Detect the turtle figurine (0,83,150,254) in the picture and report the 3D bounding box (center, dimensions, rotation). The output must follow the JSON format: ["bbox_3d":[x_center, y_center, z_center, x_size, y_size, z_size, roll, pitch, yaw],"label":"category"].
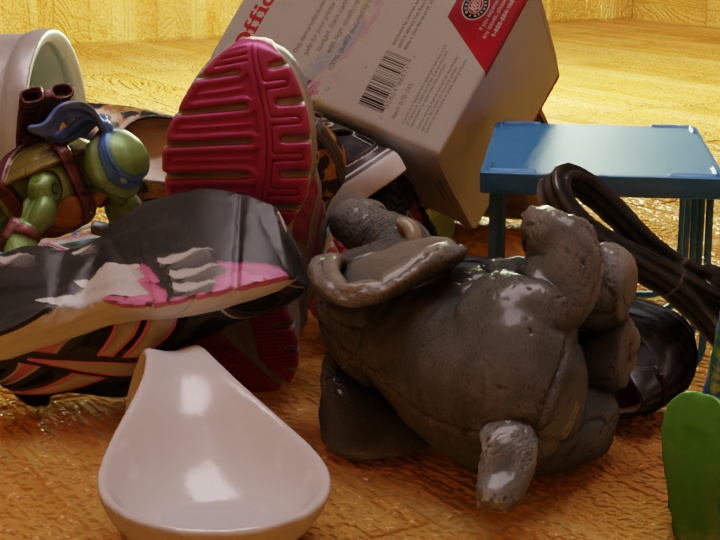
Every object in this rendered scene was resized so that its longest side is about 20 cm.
[{"bbox_3d":[-0.186,0.001,0.904,0.193,0.200,0.145,-11,44,33],"label":"turtle figurine"}]

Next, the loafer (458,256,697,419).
[{"bbox_3d":[0.081,0.038,0.825,0.198,0.073,0.072,6,18,26],"label":"loafer"}]

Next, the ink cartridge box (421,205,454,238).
[{"bbox_3d":[-0.036,-0.041,1.194,0.198,0.048,0.145,7,16,17],"label":"ink cartridge box"}]

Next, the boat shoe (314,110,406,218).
[{"bbox_3d":[-0.033,-0.079,1.045,0.070,0.067,0.200,-34,13,-14],"label":"boat shoe"}]

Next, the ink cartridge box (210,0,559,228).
[{"bbox_3d":[0.021,-0.153,1.108,0.199,0.146,0.145,26,-10,22],"label":"ink cartridge box"}]

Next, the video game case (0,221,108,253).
[{"bbox_3d":[-0.209,0.000,1.072,0.199,0.024,0.181,-11,18,-36],"label":"video game case"}]

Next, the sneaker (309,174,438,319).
[{"bbox_3d":[0.000,0.000,0.994,0.074,0.081,0.200,-27,7,18],"label":"sneaker"}]

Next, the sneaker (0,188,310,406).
[{"bbox_3d":[-0.115,0.021,0.786,0.198,0.087,0.081,-10,46,19],"label":"sneaker"}]

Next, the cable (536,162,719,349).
[{"bbox_3d":[0.172,0.017,0.796,0.199,0.050,0.098,22,51,-18],"label":"cable"}]

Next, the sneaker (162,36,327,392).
[{"bbox_3d":[-0.060,-0.038,0.825,0.081,0.201,0.088,9,30,6],"label":"sneaker"}]

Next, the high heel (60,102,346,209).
[{"bbox_3d":[-0.104,-0.087,0.928,0.199,0.143,0.072,26,60,1],"label":"high heel"}]

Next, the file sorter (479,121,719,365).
[{"bbox_3d":[0.148,-0.020,0.950,0.137,0.124,0.200,3,14,7],"label":"file sorter"}]

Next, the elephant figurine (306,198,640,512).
[{"bbox_3d":[0.028,0.031,0.745,0.199,0.143,0.155,11,-5,29],"label":"elephant figurine"}]

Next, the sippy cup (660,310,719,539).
[{"bbox_3d":[0.203,0.055,0.632,0.138,0.132,0.178,4,15,15],"label":"sippy cup"}]

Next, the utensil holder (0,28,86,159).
[{"bbox_3d":[-0.337,-0.107,1.202,0.198,0.172,0.170,0,14,6],"label":"utensil holder"}]

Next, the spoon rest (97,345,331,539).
[{"bbox_3d":[-0.077,0.078,0.680,0.099,0.061,0.200,-4,14,-17],"label":"spoon rest"}]

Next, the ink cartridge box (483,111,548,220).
[{"bbox_3d":[0.056,-0.106,1.252,0.198,0.076,0.165,6,-13,17],"label":"ink cartridge box"}]
